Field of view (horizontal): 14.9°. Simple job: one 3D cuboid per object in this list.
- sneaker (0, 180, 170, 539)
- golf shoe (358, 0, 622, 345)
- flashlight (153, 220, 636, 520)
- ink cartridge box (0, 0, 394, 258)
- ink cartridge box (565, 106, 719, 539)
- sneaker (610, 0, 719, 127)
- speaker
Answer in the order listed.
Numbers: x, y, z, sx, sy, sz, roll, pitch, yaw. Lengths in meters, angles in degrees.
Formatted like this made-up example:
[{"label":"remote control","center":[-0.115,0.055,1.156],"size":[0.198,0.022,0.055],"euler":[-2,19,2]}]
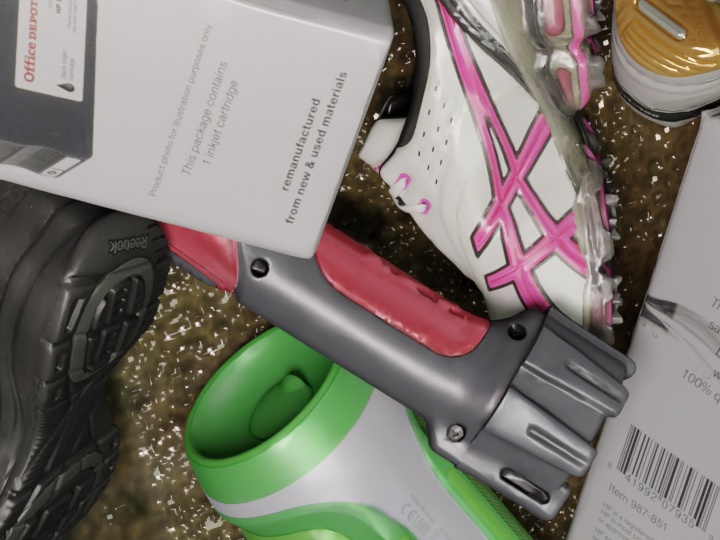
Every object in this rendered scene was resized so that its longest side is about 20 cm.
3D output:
[{"label":"sneaker","center":[-0.130,0.038,0.961],"size":[0.076,0.091,0.201],"euler":[-31,151,-50]},{"label":"golf shoe","center":[0.047,-0.035,0.980],"size":[0.091,0.073,0.201],"euler":[-6,109,3]},{"label":"flashlight","center":[0.000,0.000,0.942],"size":[0.199,0.068,0.068],"euler":[30,129,-2]},{"label":"ink cartridge box","center":[-0.099,-0.094,0.848],"size":[0.199,0.145,0.085],"euler":[15,118,-12]},{"label":"ink cartridge box","center":[0.172,0.052,0.979],"size":[0.083,0.145,0.201],"euler":[-22,136,-45]},{"label":"sneaker","center":[0.158,-0.129,0.971],"size":[0.200,0.088,0.076],"euler":[-39,75,-15]},{"label":"speaker","center":[0.021,0.110,1.023],"size":[0.088,0.089,0.200],"euler":[-38,118,3]}]
